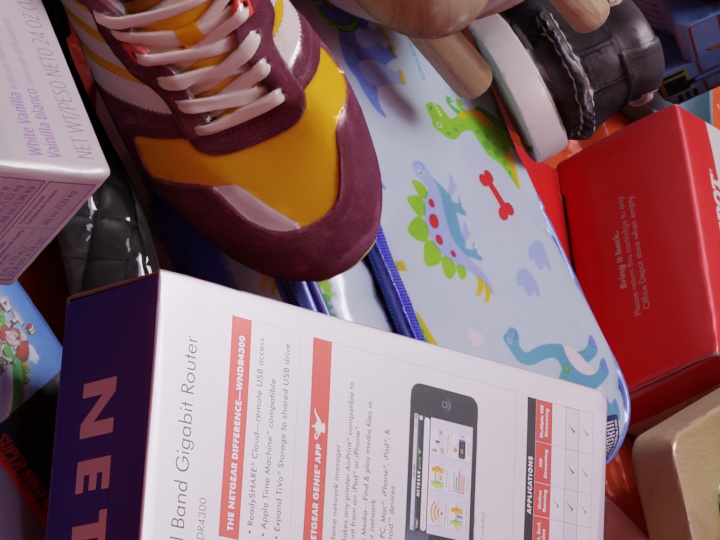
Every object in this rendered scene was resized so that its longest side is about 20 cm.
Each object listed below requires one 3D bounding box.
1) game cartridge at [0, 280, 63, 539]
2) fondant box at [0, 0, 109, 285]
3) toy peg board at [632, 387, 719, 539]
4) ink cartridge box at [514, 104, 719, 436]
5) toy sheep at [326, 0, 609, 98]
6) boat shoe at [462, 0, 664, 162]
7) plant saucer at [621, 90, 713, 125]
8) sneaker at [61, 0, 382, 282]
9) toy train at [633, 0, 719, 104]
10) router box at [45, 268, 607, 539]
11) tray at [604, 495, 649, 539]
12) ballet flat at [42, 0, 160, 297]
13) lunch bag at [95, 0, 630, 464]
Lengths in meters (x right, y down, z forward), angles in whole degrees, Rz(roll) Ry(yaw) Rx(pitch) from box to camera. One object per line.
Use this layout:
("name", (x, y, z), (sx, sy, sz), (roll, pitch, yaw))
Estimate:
("game cartridge", (-0.136, 0.037, 0.862), (0.200, 0.038, 0.130), (56, 38, -8))
("fondant box", (-0.181, -0.075, 0.821), (0.199, 0.058, 0.145), (3, 53, -44))
("toy peg board", (0.206, 0.128, 1.104), (0.200, 0.097, 0.200), (-22, 101, -55))
("ink cartridge box", (0.146, 0.013, 1.218), (0.200, 0.067, 0.117), (24, 49, -44))
("toy sheep", (0.027, -0.148, 1.010), (0.138, 0.138, 0.200), (42, 30, -26))
("boat shoe", (0.070, -0.094, 1.131), (0.200, 0.060, 0.074), (-109, 174, -77))
("plant saucer", (0.084, -0.121, 1.279), (0.200, 0.019, 0.070), (36, 42, -32))
("sneaker", (-0.058, -0.079, 0.903), (0.200, 0.075, 0.090), (58, 4, -9))
("toy train", (0.151, -0.132, 1.208), (0.087, 0.114, 0.200), (65, 6, 11))
("router box", (-0.009, 0.117, 0.876), (0.179, 0.049, 0.201), (17, 69, -37))
("tray", (0.137, 0.183, 1.127), (0.200, 0.022, 0.107), (53, 35, -12))
("ballet flat", (-0.103, -0.025, 0.946), (0.057, 0.066, 0.201), (-20, 81, -12))
("lunch bag", (0.000, 0.000, 1.027), (0.160, 0.082, 0.201), (-5, 70, -51))
